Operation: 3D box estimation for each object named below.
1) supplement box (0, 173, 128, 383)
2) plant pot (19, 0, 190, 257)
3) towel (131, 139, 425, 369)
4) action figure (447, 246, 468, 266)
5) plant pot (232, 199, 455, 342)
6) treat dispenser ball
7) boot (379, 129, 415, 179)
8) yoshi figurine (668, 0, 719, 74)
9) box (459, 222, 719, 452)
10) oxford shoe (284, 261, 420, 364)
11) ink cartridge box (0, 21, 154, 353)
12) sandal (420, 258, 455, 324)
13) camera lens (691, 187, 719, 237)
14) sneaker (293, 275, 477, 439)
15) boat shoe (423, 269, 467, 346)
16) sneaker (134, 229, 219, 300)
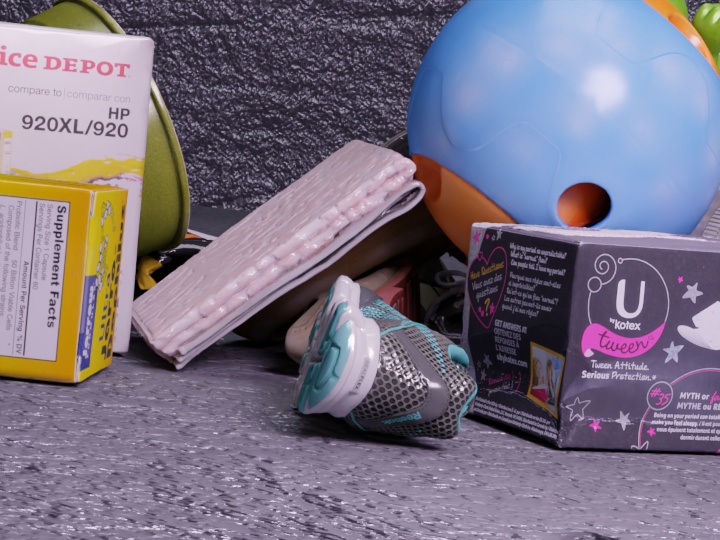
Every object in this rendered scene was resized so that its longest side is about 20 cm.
[{"bbox_3d":[-0.243,-0.004,1.199,0.200,0.109,0.110,6,4,3],"label":"supplement box"},{"bbox_3d":[-0.255,-0.069,1.495,0.193,0.201,0.200,-26,18,-24],"label":"plant pot"},{"bbox_3d":[-0.058,-0.013,1.349,0.200,0.032,0.191,-36,12,-5],"label":"towel"},{"bbox_3d":[0.138,0.004,1.568,0.193,0.105,0.200,34,-7,-31],"label":"action figure"},{"bbox_3d":[0.000,0.000,1.441,0.200,0.028,0.200,-29,-7,-4],"label":"plant pot"},{"bbox_3d":[0.129,-0.088,1.308,0.201,0.201,0.201,6,4,0],"label":"treat dispenser ball"},{"bbox_3d":[-0.021,-0.042,1.703,0.073,0.204,0.154,48,-17,-19],"label":"boot"},{"bbox_3d":[0.234,-0.145,1.407,0.200,0.113,0.112,15,40,20],"label":"yoshi figurine"},{"bbox_3d":[0.171,0.035,1.184,0.200,0.115,0.132,4,4,-25],"label":"box"},{"bbox_3d":[-0.002,0.030,1.365,0.075,0.071,0.200,1,2,9],"label":"oxford shoe"},{"bbox_3d":[-0.224,-0.058,1.340,0.147,0.200,0.145,4,4,-20],"label":"ink cartridge box"},{"bbox_3d":[0.044,0.020,1.657,0.057,0.080,0.201,-28,4,6],"label":"sandal"},{"bbox_3d":[0.269,0.002,1.445,0.160,0.160,0.200,4,7,-27],"label":"camera lens"},{"bbox_3d":[0.015,0.056,1.119,0.091,0.078,0.200,21,6,-4],"label":"sneaker"},{"bbox_3d":[0.078,0.036,1.386,0.073,0.068,0.199,6,4,11],"label":"boat shoe"},{"bbox_3d":[-0.160,-0.004,1.605,0.200,0.070,0.090,9,2,24],"label":"sneaker"}]
